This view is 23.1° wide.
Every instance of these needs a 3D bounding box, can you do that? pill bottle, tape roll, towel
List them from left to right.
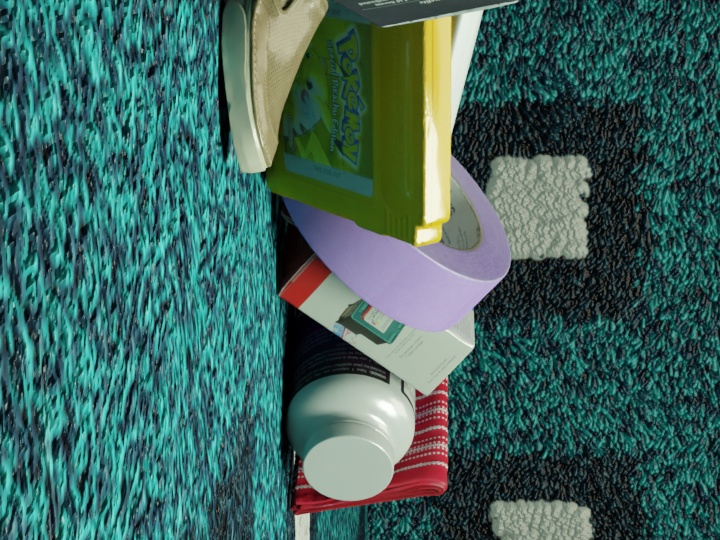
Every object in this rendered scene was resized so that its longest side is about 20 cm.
[{"bbox_3d":[-0.007,0.099,1.526,0.201,0.111,0.113,-86,176,-50],"label":"pill bottle"},{"bbox_3d":[0.009,0.132,1.589,0.201,0.143,0.023,-88,164,-47],"label":"towel"},{"bbox_3d":[0.028,-0.049,1.422,0.066,0.199,0.201,-45,-160,26],"label":"tape roll"}]

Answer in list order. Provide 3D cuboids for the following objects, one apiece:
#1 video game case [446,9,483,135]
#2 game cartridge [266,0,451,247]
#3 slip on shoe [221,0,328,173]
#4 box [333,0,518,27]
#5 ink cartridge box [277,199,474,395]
[{"bbox_3d":[0.018,-0.186,1.209,0.182,0.023,0.202,47,-45,41],"label":"video game case"},{"bbox_3d":[-0.006,-0.122,1.216,0.199,0.032,0.179,23,-62,55],"label":"game cartridge"},{"bbox_3d":[-0.050,-0.160,1.075,0.076,0.060,0.203,82,8,-73],"label":"slip on shoe"},{"bbox_3d":[0.007,-0.244,1.024,0.199,0.103,0.150,15,72,-58],"label":"box"},{"bbox_3d":[0.000,0.000,1.465,0.067,0.199,0.117,-46,-160,26],"label":"ink cartridge box"}]
